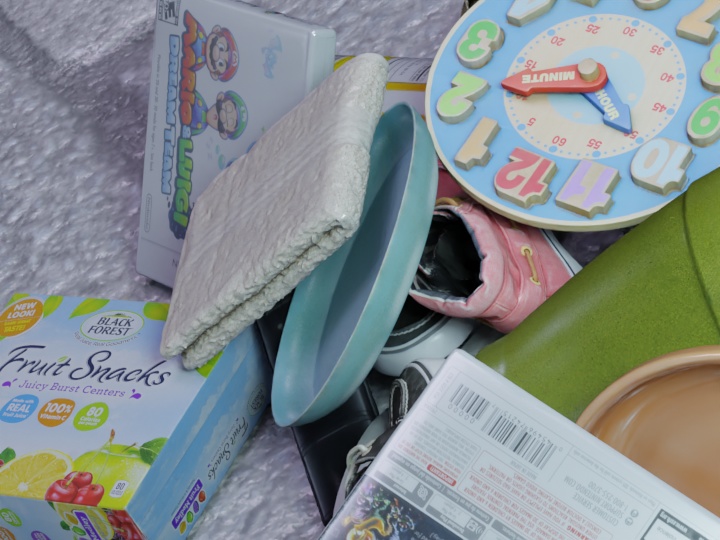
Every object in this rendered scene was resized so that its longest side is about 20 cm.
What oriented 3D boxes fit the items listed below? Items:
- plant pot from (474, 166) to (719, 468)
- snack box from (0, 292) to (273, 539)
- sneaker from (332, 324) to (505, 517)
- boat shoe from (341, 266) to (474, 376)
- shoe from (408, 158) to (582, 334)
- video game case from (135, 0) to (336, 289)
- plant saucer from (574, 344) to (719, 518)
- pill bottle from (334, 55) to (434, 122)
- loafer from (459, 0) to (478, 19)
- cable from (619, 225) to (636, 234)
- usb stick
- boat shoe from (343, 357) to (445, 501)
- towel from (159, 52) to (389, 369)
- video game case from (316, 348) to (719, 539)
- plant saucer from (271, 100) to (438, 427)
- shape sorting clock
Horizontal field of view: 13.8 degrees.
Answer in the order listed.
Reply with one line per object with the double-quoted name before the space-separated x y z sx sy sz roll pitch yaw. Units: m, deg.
"plant pot" 0.170 0.061 1.597 0.193 0.200 0.200 -26 36 19
"snack box" -0.172 0.098 1.865 0.200 0.068 0.169 5 48 35
"sneaker" 0.063 0.100 1.702 0.085 0.073 0.200 12 52 44
"boat shoe" 0.013 0.009 1.814 0.069 0.057 0.200 -36 21 -2
"shoe" 0.059 -0.022 1.731 0.072 0.091 0.200 -57 37 13
"video game case" -0.083 -0.073 1.915 0.024 0.200 0.182 -4 16 -36
"plant saucer" 0.197 0.125 1.496 0.200 0.200 0.037 -8 21 26
"pill bottle" 0.034 -0.082 1.904 0.200 0.109 0.109 5 49 38
"loafer" 0.121 -0.131 1.934 0.076 0.067 0.200 -39 42 -13
"cable" 0.226 -0.087 1.789 0.200 0.069 0.200 -20 45 -7
"usb stick" -0.023 0.069 1.786 0.055 0.033 0.200 -30 54 12
"boat shoe" 0.025 0.111 1.582 0.064 0.071 0.200 5 32 -8
"towel" -0.051 -0.032 1.780 0.200 0.034 0.133 -39 32 44
"video game case" 0.077 0.164 1.460 0.200 0.023 0.182 33 78 15
"plant saucer" 0.000 0.000 1.708 0.200 0.027 0.200 -159 90 -78
"shape sorting clock" 0.135 -0.107 1.714 0.200 0.039 0.200 -7 58 11
